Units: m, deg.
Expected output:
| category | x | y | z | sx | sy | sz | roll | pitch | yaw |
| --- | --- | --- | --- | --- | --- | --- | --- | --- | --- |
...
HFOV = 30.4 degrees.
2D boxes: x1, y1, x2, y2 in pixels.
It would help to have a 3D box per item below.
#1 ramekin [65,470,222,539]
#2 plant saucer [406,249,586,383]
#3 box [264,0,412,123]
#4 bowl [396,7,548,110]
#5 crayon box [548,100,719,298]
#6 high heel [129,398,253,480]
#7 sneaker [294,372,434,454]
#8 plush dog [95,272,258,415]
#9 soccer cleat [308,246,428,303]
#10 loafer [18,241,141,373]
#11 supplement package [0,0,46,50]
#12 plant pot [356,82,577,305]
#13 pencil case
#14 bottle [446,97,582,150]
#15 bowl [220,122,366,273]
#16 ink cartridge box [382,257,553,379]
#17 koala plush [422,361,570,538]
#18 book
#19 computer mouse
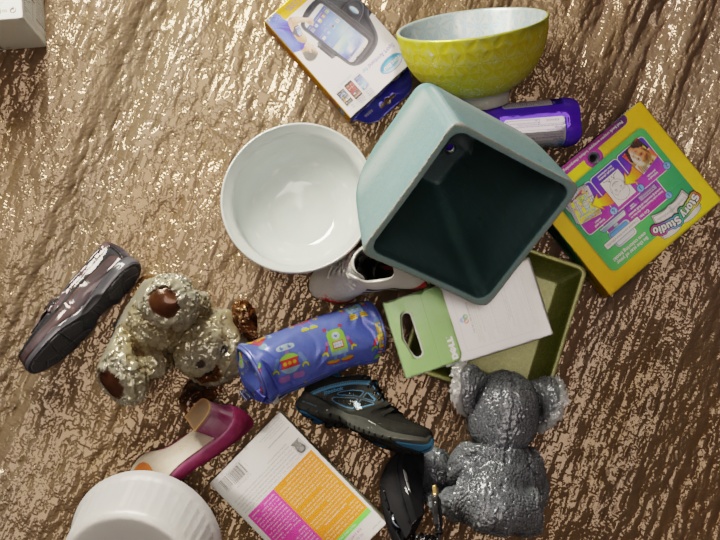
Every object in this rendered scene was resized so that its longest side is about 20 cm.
| category | x | y | z | sx | sy | sz | roll | pitch | yaw |
| --- | --- | --- | --- | --- | --- | --- | --- | --- | --- |
| ramekin | -0.279 | 0.362 | 1.654 | 0.198 | 0.098 | 0.203 | 2 | 106 | 6 |
| plant saucer | 0.175 | 0.062 | 1.751 | 0.198 | 0.048 | 0.201 | 18 | 85 | 0 |
| box | -0.021 | -0.296 | 1.775 | 0.119 | 0.041 | 0.200 | -42 | 86 | -5 |
| bowl | 0.151 | -0.269 | 1.720 | 0.198 | 0.200 | 0.109 | -10 | 110 | -3 |
| crayon box | 0.348 | -0.094 | 1.764 | 0.200 | 0.058 | 0.173 | -39 | 89 | -4 |
| high heel | -0.227 | 0.251 | 1.729 | 0.201 | 0.096 | 0.067 | -53 | 47 | 8 |
| sneaker | 0.010 | 0.175 | 1.696 | 0.199 | 0.073 | 0.082 | 19 | 73 | 26 |
| plush dog | -0.223 | 0.087 | 1.707 | 0.171 | 0.161 | 0.201 | 29 | 113 | -14 |
| soccer cleat | 0.000 | 0.000 | 1.692 | 0.199 | 0.085 | 0.069 | -6 | 71 | 40 |
| loafer | -0.375 | 0.047 | 1.729 | 0.063 | 0.072 | 0.200 | 40 | 79 | 21 |
| supplement package | -0.499 | -0.399 | 1.708 | 0.150 | 0.151 | 0.202 | -4 | 86 | -2 |
| plant pot | 0.108 | -0.116 | 1.627 | 0.195 | 0.201 | 0.196 | 23 | 116 | -28 |
| pencil case | -0.062 | 0.106 | 1.686 | 0.199 | 0.078 | 0.087 | -20 | 79 | -23 |
| bottle | 0.190 | -0.189 | 1.752 | 0.198 | 0.084 | 0.066 | -5 | 92 | -3 |
| bowl | -0.078 | -0.083 | 1.723 | 0.199 | 0.090 | 0.203 | -1 | 76 | 3 |
| ink cartridge box | 0.136 | 0.062 | 1.695 | 0.198 | 0.059 | 0.105 | -17 | 86 | -3 |
| koala plush | 0.175 | 0.218 | 1.661 | 0.176 | 0.184 | 0.202 | 12 | 93 | -2 |
| book | -0.081 | 0.302 | 1.726 | 0.134 | 0.048 | 0.200 | -44 | 87 | -2 |
| computer mouse | 0.059 | 0.287 | 1.651 | 0.046 | 0.141 | 0.201 | 14 | 51 | -15 |
